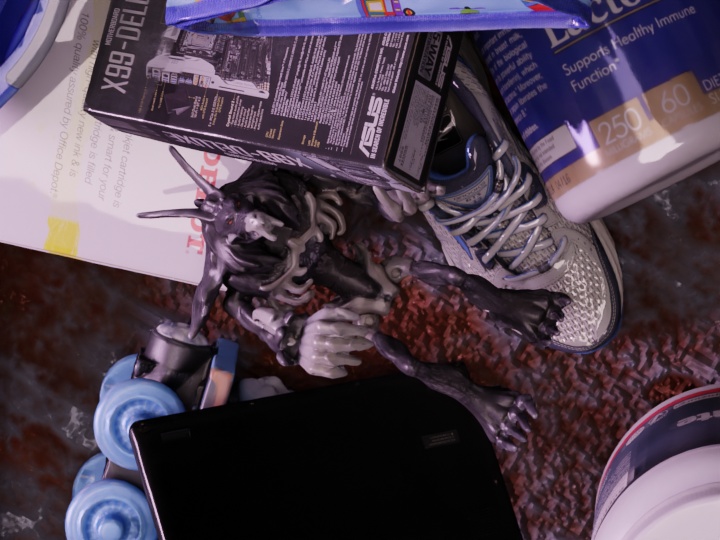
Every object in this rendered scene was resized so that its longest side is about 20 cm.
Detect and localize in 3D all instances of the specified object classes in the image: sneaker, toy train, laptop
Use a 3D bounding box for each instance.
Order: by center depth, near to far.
[{"bbox_3d":[0.054,-0.038,1.399,0.077,0.085,0.200,-36,95,12],"label":"sneaker"},{"bbox_3d":[-0.021,0.170,1.431,0.186,0.116,0.201,-9,73,-29],"label":"laptop"},{"bbox_3d":[-0.090,0.128,1.451,0.114,0.087,0.201,16,100,-5],"label":"toy train"}]

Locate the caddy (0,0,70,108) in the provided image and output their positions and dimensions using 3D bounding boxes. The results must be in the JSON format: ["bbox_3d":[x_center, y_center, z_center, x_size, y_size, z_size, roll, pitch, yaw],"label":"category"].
[{"bbox_3d":[-0.181,-0.128,1.299,0.105,0.141,0.201,30,101,6],"label":"caddy"}]

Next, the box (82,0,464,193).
[{"bbox_3d":[-0.025,-0.147,1.307,0.157,0.050,0.201,11,84,26],"label":"box"}]

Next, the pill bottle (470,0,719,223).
[{"bbox_3d":[0.103,-0.133,1.355,0.115,0.116,0.201,-27,86,11],"label":"pill bottle"}]

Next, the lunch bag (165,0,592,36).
[{"bbox_3d":[-0.001,-0.179,1.240,0.199,0.094,0.151,-3,77,36],"label":"lunch bag"}]

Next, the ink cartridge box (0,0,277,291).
[{"bbox_3d":[-0.134,-0.084,1.414,0.199,0.083,0.146,13,101,5],"label":"ink cartridge box"}]

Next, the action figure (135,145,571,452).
[{"bbox_3d":[0.000,0.000,1.333,0.199,0.102,0.119,26,78,-13],"label":"action figure"}]

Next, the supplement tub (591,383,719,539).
[{"bbox_3d":[0.175,0.139,1.357,0.139,0.200,0.141,1,100,6],"label":"supplement tub"}]
